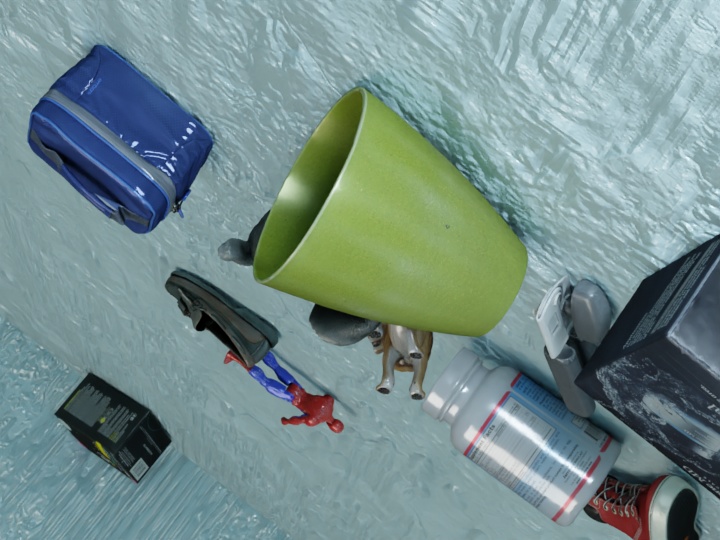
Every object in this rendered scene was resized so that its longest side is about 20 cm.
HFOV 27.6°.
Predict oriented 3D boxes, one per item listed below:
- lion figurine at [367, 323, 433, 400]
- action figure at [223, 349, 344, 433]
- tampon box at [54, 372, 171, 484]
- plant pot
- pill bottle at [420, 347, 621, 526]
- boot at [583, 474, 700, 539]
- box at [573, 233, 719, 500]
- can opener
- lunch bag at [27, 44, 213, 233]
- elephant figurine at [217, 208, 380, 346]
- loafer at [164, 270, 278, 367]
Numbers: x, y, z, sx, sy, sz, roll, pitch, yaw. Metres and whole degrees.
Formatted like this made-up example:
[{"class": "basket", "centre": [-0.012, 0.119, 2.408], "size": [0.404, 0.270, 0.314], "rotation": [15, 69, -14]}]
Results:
[{"class": "lion figurine", "centre": [0.044, 0.055, 1.544], "size": [0.072, 0.123, 0.200], "rotation": [7, 146, 1]}, {"class": "action figure", "centre": [-0.108, 0.184, 2.162], "size": [0.200, 0.065, 0.099], "rotation": [36, 153, 10]}, {"class": "tampon box", "centre": [-0.550, 0.350, 3.260], "size": [0.199, 0.126, 0.150], "rotation": [27, 158, 31]}, {"class": "plant pot", "centre": [0.039, -0.029, 1.269], "size": [0.199, 0.188, 0.187], "rotation": [28, 164, -16]}, {"class": "pill bottle", "centre": [0.168, 0.172, 1.558], "size": [0.200, 0.109, 0.109], "rotation": [36, 161, 9]}, {"class": "boot", "centre": [0.288, 0.247, 1.576], "size": [0.144, 0.073, 0.200], "rotation": [31, 163, 25]}, {"class": "box", "centre": [0.297, 0.086, 1.110], "size": [0.196, 0.118, 0.200], "rotation": [38, 162, 0]}, {"class": "can opener", "centre": [0.202, 0.076, 1.358], "size": [0.066, 0.053, 0.200], "rotation": [26, 158, 29]}, {"class": "lunch bag", "centre": [-0.266, -0.131, 1.620], "size": [0.200, 0.132, 0.136], "rotation": [39, 161, -1]}, {"class": "elephant figurine", "centre": [0.000, 0.000, 1.403], "size": [0.200, 0.155, 0.141], "rotation": [40, 180, 26]}, {"class": "loafer", "centre": [-0.210, 0.068, 2.080], "size": [0.199, 0.063, 0.072], "rotation": [29, 159, 25]}]
